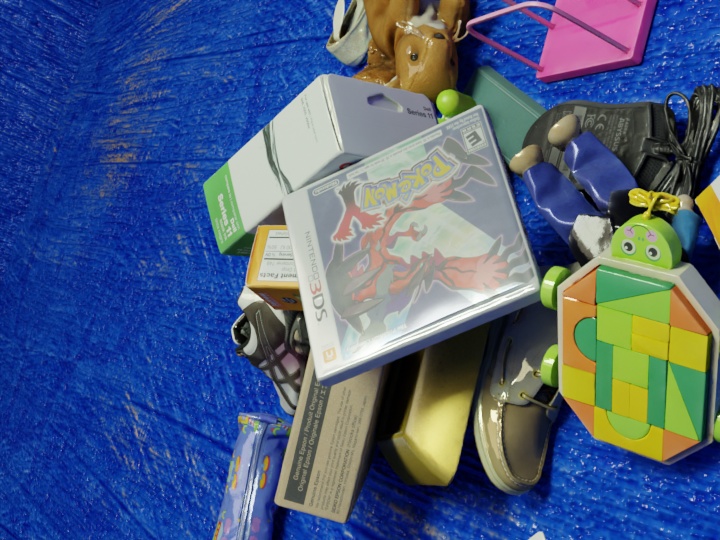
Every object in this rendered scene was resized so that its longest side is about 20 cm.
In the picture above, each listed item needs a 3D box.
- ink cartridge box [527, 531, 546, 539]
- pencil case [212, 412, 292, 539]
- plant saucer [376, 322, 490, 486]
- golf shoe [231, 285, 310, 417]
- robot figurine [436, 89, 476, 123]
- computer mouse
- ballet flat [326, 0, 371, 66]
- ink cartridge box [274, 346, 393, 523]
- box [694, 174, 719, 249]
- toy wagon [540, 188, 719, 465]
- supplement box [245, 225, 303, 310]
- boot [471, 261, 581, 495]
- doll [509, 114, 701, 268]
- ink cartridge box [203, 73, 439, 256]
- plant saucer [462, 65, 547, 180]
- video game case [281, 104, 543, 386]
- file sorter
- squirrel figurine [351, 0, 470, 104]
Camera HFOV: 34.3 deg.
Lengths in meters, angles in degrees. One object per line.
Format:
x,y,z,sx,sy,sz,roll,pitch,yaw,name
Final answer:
0.114,0.307,0.912,0.200,0.066,0.117,-48,35,34,ink cartridge box
-0.123,0.262,1.332,0.087,0.077,0.203,106,176,-74,pencil case
0.064,0.094,1.080,0.200,0.048,0.203,135,150,-76,plant saucer
-0.082,0.075,1.174,0.201,0.093,0.078,96,-171,-51,golf shoe
0.068,-0.100,1.201,0.199,0.114,0.178,29,105,57,robot figurine
0.224,-0.094,1.011,0.199,0.052,0.140,16,86,50,computer mouse
0.009,-0.370,1.539,0.067,0.062,0.203,12,82,60,ballet flat
-0.015,0.129,1.124,0.200,0.074,0.167,-37,-40,-81,ink cartridge box
0.334,-0.073,0.815,0.200,0.041,0.120,-48,34,30,box
0.200,0.041,0.839,0.154,0.039,0.203,16,124,36,toy wagon
0.000,0.000,1.023,0.198,0.067,0.070,3,68,29,supplement box
0.170,0.079,0.965,0.154,0.071,0.203,-21,54,51,boot
0.195,-0.026,0.908,0.136,0.048,0.201,-36,58,4,doll
-0.033,-0.090,1.109,0.199,0.145,0.084,-36,61,42,ink cartridge box
0.149,-0.154,1.205,0.070,0.019,0.200,-60,31,16,plant saucer
0.037,-0.022,0.960,0.198,0.023,0.184,-23,59,16,video game case
0.199,-0.304,1.106,0.138,0.124,0.203,1,72,60,file sorter
0.062,-0.239,1.308,0.201,0.140,0.188,118,153,-45,squirrel figurine
